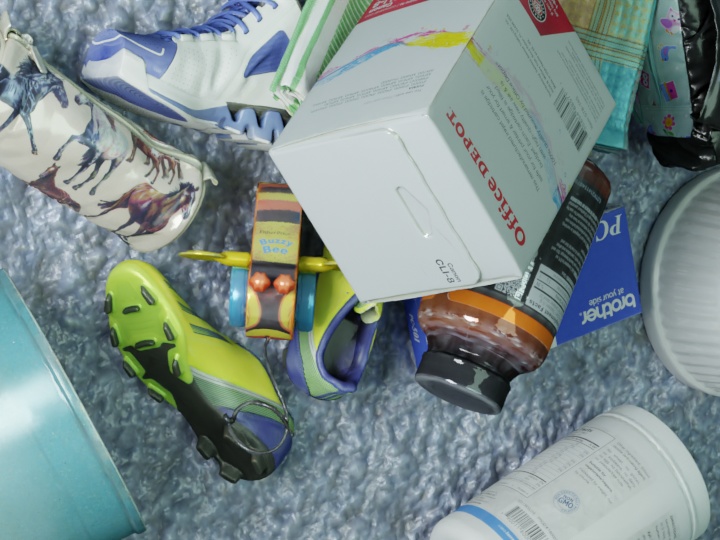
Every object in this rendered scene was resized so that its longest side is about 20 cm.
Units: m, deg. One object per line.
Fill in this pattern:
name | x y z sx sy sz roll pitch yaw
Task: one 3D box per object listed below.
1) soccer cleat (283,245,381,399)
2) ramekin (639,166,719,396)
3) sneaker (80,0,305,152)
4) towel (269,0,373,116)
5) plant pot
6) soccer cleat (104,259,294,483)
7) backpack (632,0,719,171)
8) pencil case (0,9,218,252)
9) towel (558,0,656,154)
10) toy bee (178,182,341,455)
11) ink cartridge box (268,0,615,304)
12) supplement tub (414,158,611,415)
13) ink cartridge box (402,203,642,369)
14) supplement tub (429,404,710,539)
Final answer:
soccer cleat | 0.001 0.001 1.665 0.064 0.084 0.201 19 86 -31
ramekin | 0.345 0.012 1.873 0.199 0.105 0.201 -4 98 -31
sneaker | -0.103 -0.158 1.602 0.199 0.080 0.116 17 83 -38
towel | 0.019 -0.128 1.641 0.200 0.023 0.153 45 51 -35
plant pot | -0.271 0.132 1.473 0.187 0.200 0.201 -29 111 -9
soccer cleat | -0.118 0.066 1.634 0.201 0.065 0.084 55 39 -20
backpack | 0.277 -0.195 1.796 0.167 0.126 0.201 -25 107 -39
pencil case | -0.198 -0.091 1.541 0.200 0.078 0.089 34 119 -29
towel | 0.167 -0.196 1.702 0.146 0.022 0.201 8 97 -33
toy bee | -0.055 0.010 1.582 0.130 0.109 0.201 -14 63 -12
ink cartridge box | 0.060 -0.099 1.551 0.146 0.144 0.200 58 42 -25
supplement tub | 0.109 0.004 1.675 0.107 0.107 0.201 31 75 -30
ink cartridge box | 0.130 0.017 1.777 0.199 0.044 0.095 -20 107 -28
supplement tub | 0.166 0.210 1.773 0.199 0.132 0.133 -29 110 -25
